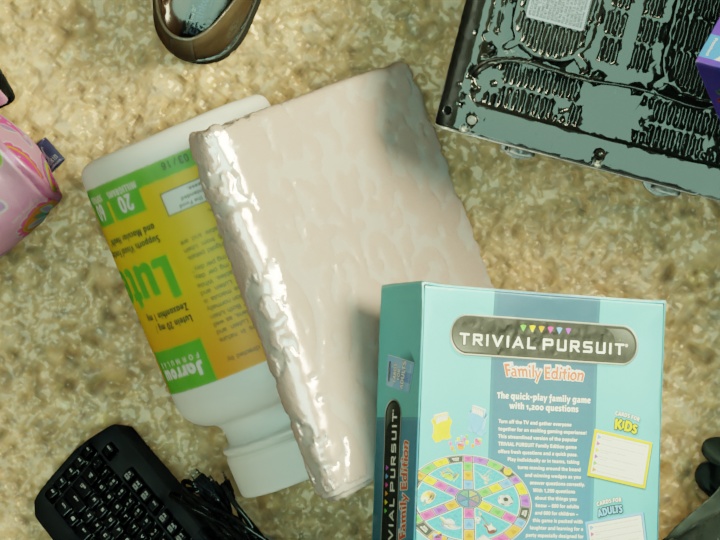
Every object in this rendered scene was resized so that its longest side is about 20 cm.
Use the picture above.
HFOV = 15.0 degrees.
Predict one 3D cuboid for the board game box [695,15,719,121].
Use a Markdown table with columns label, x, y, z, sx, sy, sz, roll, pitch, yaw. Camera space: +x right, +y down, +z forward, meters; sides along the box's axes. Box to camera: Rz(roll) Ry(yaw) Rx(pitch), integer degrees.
| label | x | y | z | sx | sy | sz | roll | pitch | yaw |
| --- | --- | --- | --- | --- | --- | --- | --- | --- | --- |
| board game box | 0.244 | -0.097 | 1.410 | 0.045 | 0.200 | 0.135 | 17 | 67 | 32 |

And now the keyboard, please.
| label | x | y | z | sx | sy | sz | roll | pitch | yaw |
| --- | --- | --- | --- | --- | --- | --- | --- | --- | --- |
| keyboard | -0.099 | 0.159 | 1.493 | 0.104 | 0.040 | 0.200 | -46 | 63 | 4 |

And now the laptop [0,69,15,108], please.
| label | x | y | z | sx | sy | sz | roll | pitch | yaw |
| --- | --- | --- | --- | --- | --- | --- | --- | --- | --- |
| laptop | -0.318 | -0.156 | 1.537 | 0.176 | 0.103 | 0.201 | -26 | 118 | 4 |

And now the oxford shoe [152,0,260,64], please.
| label | x | y | z | sx | sy | sz | roll | pitch | yaw |
| --- | --- | --- | --- | --- | --- | --- | --- | --- | --- |
| oxford shoe | -0.064 | -0.210 | 1.487 | 0.072 | 0.084 | 0.201 | 14 | 93 | 3 |

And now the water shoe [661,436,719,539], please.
| label | x | y | z | sx | sy | sz | roll | pitch | yaw |
| --- | --- | --- | --- | --- | --- | --- | --- | --- | --- |
| water shoe | 0.189 | 0.180 | 1.481 | 0.078 | 0.072 | 0.201 | 17 | 53 | 11 |

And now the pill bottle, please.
| label | x | y | z | sx | sy | sz | roll | pitch | yaw |
| --- | --- | --- | --- | --- | --- | --- | --- | --- | --- |
| pill bottle | -0.065 | 0.016 | 1.488 | 0.111 | 0.111 | 0.201 | -22 | 93 | 4 |

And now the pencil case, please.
| label | x | y | z | sx | sy | sz | roll | pitch | yaw |
| --- | --- | --- | --- | --- | --- | --- | --- | --- | --- |
| pencil case | -0.257 | -0.012 | 1.511 | 0.200 | 0.087 | 0.088 | -41 | 92 | 4 |

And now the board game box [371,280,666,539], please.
| label | x | y | z | sx | sy | sz | roll | pitch | yaw |
| --- | --- | --- | --- | --- | --- | --- | --- | --- | --- |
| board game box | 0.082 | 0.111 | 1.417 | 0.150 | 0.047 | 0.201 | 5 | 85 | -28 |

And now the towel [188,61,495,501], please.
| label | x | y | z | sx | sy | sz | roll | pitch | yaw |
| --- | --- | --- | --- | --- | --- | --- | --- | --- | --- |
| towel | 0.000 | 0.000 | 1.458 | 0.032 | 0.191 | 0.201 | -18 | 94 | 37 |

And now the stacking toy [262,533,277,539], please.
| label | x | y | z | sx | sy | sz | roll | pitch | yaw |
| --- | --- | --- | --- | --- | --- | --- | --- | --- | --- |
| stacking toy | -0.001 | 0.210 | 1.512 | 0.200 | 0.146 | 0.146 | 39 | 95 | 18 |

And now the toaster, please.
| label | x | y | z | sx | sy | sz | roll | pitch | yaw |
| --- | --- | --- | --- | --- | --- | --- | --- | --- | --- |
| toaster | 0.144 | -0.146 | 1.464 | 0.180 | 0.119 | 0.201 | 14 | 95 | 0 |
